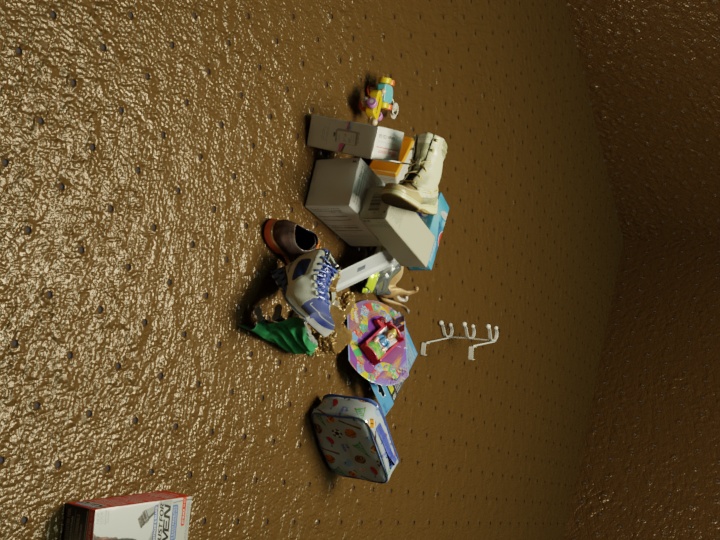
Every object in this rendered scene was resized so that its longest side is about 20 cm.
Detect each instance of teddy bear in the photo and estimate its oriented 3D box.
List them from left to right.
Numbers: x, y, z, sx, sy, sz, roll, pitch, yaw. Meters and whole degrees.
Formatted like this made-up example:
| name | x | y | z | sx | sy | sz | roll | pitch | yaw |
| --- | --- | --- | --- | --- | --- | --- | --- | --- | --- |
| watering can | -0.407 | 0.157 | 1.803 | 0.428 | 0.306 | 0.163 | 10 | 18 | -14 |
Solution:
| name | x | y | z | sx | sy | sz | roll | pitch | yaw |
| --- | --- | --- | --- | --- | --- | --- | --- | --- | --- |
| teddy bear | -0.076 | 0.075 | 1.656 | 0.145 | 0.067 | 0.200 | -52 | 137 | -26 |

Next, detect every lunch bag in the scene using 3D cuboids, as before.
| name | x | y | z | sx | sy | sz | roll | pitch | yaw |
| --- | --- | --- | --- | --- | --- | --- | --- | --- | --- |
| lunch bag | -0.005 | 0.349 | 1.695 | 0.076 | 0.160 | 0.200 | -54 | 133 | -45 |

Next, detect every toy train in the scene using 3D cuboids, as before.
| name | x | y | z | sx | sy | sz | roll | pitch | yaw |
| --- | --- | --- | --- | --- | --- | --- | --- | --- | --- |
| toy train | 0.031 | -0.351 | 1.874 | 0.150 | 0.056 | 0.200 | 82 | 23 | -43 |

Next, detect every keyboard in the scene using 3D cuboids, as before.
| name | x | y | z | sx | sy | sz | roll | pitch | yaw |
| --- | --- | --- | --- | --- | --- | --- | --- | --- | --- |
| keyboard | 0.000 | 0.000 | 1.749 | 0.200 | 0.011 | 0.056 | -26 | 139 | -29 |

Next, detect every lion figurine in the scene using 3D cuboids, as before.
| name | x | y | z | sx | sy | sz | roll | pitch | yaw |
| --- | --- | --- | --- | --- | --- | --- | --- | --- | --- |
| lion figurine | 0.074 | 0.005 | 1.920 | 0.122 | 0.072 | 0.200 | -1 | 98 | -27 |

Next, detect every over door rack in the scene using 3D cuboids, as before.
| name | x | y | z | sx | sy | sz | roll | pitch | yaw |
| --- | --- | --- | --- | --- | --- | --- | --- | --- | --- |
| over door rack | 0.265 | 0.175 | 2.179 | 0.200 | 0.147 | 0.067 | -23 | 112 | -59 |

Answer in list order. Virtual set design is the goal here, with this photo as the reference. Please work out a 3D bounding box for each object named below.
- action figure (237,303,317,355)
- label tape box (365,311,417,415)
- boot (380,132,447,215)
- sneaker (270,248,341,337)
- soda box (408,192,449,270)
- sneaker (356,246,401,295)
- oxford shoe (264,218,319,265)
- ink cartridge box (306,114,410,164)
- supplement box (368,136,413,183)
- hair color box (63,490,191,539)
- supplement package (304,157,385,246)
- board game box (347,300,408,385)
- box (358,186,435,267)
| name | x | y | z | sx | sy | sz | roll | pitch | yaw |
| --- | --- | --- | --- | --- | --- | --- | --- | --- | --- |
| action figure | -0.133 | 0.119 | 1.551 | 0.200 | 0.118 | 0.055 | 52 | 37 | -59 |
| label tape box | 0.051 | 0.212 | 1.891 | 0.200 | 0.066 | 0.143 | -58 | 136 | -39 |
| boot | 0.108 | -0.194 | 1.603 | 0.200 | 0.072 | 0.155 | 8 | 94 | -62 |
| sneaker | -0.085 | 0.021 | 1.502 | 0.115 | 0.199 | 0.081 | -42 | 128 | 3 |
| soda box | 0.165 | -0.100 | 2.090 | 0.068 | 0.064 | 0.200 | 54 | 46 | -46 |
| sneaker | 0.056 | -0.036 | 1.844 | 0.081 | 0.074 | 0.200 | 19 | 91 | -26 |
| oxford shoe | -0.107 | -0.037 | 1.605 | 0.200 | 0.072 | 0.071 | 39 | 56 | -54 |
| ink cartridge box | 0.007 | -0.264 | 1.669 | 0.116 | 0.200 | 0.068 | -6 | 110 | -60 |
| supplement box | 0.078 | -0.194 | 1.886 | 0.200 | 0.073 | 0.126 | 79 | 28 | -47 |
| hair color box | -0.340 | 0.391 | 1.211 | 0.200 | 0.064 | 0.111 | 15 | 78 | -58 |
| supplement package | -0.012 | -0.141 | 1.735 | 0.200 | 0.109 | 0.114 | 41 | 57 | -53 |
| board game box | 0.048 | 0.150 | 1.809 | 0.158 | 0.039 | 0.200 | 15 | 57 | -29 |
| box | 0.079 | -0.088 | 1.708 | 0.200 | 0.068 | 0.082 | 48 | 53 | -47 |
